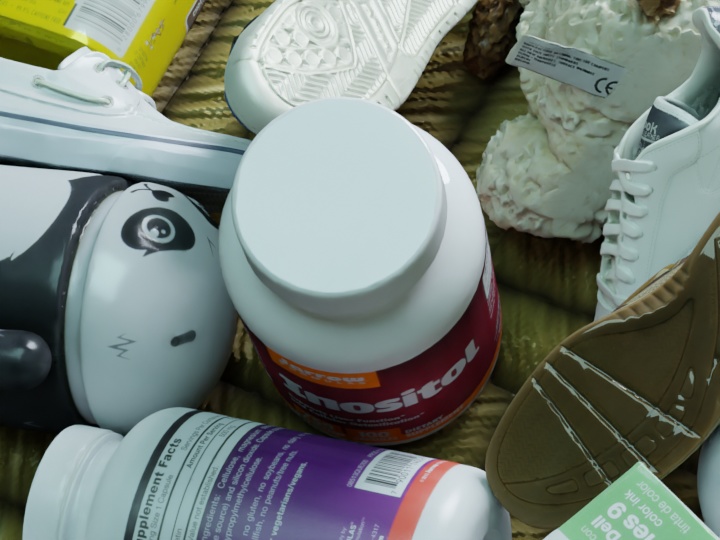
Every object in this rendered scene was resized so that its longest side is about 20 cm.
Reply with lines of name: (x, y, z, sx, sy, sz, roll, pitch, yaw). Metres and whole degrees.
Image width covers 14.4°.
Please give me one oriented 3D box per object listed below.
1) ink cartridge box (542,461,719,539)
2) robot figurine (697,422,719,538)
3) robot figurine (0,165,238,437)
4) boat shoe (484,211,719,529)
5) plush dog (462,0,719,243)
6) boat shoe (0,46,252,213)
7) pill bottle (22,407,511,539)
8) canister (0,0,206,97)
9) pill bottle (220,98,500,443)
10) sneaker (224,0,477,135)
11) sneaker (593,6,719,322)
ink cartridge box: (0.073, 0.194, 1.154, 0.200, 0.145, 0.088, -39, 59, -11)
robot figurine: (0.223, 0.071, 1.210, 0.200, 0.113, 0.170, -43, 22, -14)
robot figurine: (-0.156, 0.011, 1.327, 0.200, 0.125, 0.150, 6, 61, 17)
boat shoe: (0.138, 0.033, 1.208, 0.072, 0.072, 0.200, 44, 96, 14)
plush dog: (0.130, -0.127, 1.346, 0.200, 0.161, 0.172, -18, 33, 1)
boat shoe: (-0.133, -0.075, 1.360, 0.200, 0.074, 0.067, 10, 79, -1)
pill bottle: (-0.041, 0.124, 1.242, 0.200, 0.112, 0.112, 10, 63, 19)
canister: (-0.130, -0.188, 1.463, 0.148, 0.087, 0.200, 19, 67, 22)
pill bottle: (0.000, 0.000, 1.234, 0.113, 0.200, 0.113, -2, 72, 6)
sneaker: (-0.025, -0.091, 1.342, 0.077, 0.111, 0.200, 47, 38, -5)
sneaker: (0.139, -0.022, 1.264, 0.200, 0.080, 0.076, -64, 26, 9)
